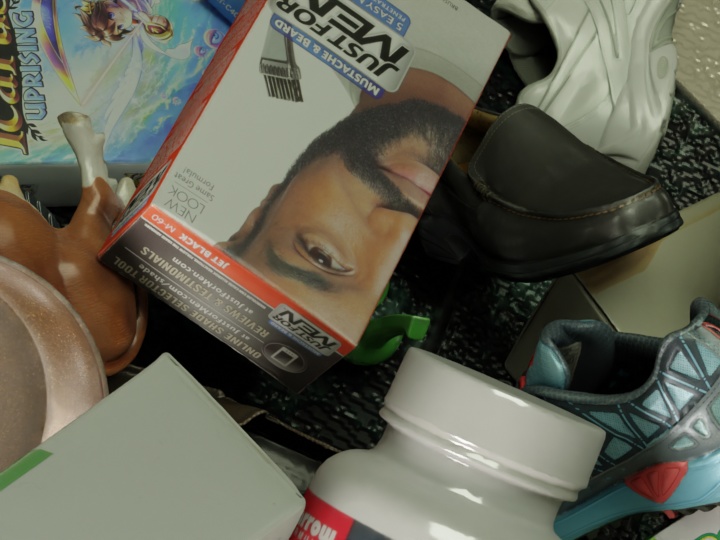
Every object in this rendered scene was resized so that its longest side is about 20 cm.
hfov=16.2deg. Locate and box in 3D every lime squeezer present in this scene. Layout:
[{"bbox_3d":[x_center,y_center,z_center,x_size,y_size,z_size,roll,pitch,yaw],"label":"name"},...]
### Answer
[{"bbox_3d":[0.000,0.000,1.203,0.038,0.071,0.200,-4,31,-6],"label":"lime squeezer"}]

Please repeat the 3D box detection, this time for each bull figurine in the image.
[{"bbox_3d":[-0.178,-0.021,1.085,0.200,0.065,0.122,22,65,-32],"label":"bull figurine"}]

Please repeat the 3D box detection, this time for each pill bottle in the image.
[{"bbox_3d":[0.020,0.140,1.042,0.119,0.120,0.200,23,90,-3],"label":"pill bottle"}]

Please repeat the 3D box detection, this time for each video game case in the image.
[{"bbox_3d":[-0.142,-0.126,1.240,0.181,0.045,0.200,-2,62,-18],"label":"video game case"}]

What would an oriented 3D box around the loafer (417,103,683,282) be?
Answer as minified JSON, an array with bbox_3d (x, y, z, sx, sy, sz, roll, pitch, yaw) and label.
[{"bbox_3d":[0.076,-0.040,1.167,0.073,0.200,0.072,-21,104,-25],"label":"loafer"}]

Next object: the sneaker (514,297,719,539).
[{"bbox_3d":[0.099,0.063,1.121,0.096,0.200,0.079,58,38,-14],"label":"sneaker"}]

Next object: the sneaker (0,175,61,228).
[{"bbox_3d":[-0.230,-0.019,1.141,0.200,0.082,0.070,17,66,-35],"label":"sneaker"}]

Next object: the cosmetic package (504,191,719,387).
[{"bbox_3d":[0.178,0.012,1.228,0.200,0.105,0.071,-24,68,-29],"label":"cosmetic package"}]

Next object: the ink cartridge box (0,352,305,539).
[{"bbox_3d":[-0.118,0.144,0.999,0.145,0.200,0.088,-36,73,-30],"label":"ink cartridge box"}]

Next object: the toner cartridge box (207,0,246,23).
[{"bbox_3d":[0.010,-0.171,1.287,0.095,0.043,0.200,42,47,-4],"label":"toner cartridge box"}]

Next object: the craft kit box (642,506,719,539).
[{"bbox_3d":[0.211,0.177,1.099,0.200,0.049,0.198,-35,80,5],"label":"craft kit box"}]

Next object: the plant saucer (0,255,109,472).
[{"bbox_3d":[-0.200,0.074,1.039,0.200,0.201,0.032,-16,33,-25],"label":"plant saucer"}]

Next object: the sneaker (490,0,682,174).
[{"bbox_3d":[0.120,-0.142,1.316,0.099,0.078,0.200,15,56,-4],"label":"sneaker"}]

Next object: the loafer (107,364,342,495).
[{"bbox_3d":[-0.070,0.078,1.128,0.200,0.071,0.073,18,57,-6],"label":"loafer"}]

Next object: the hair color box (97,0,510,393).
[{"bbox_3d":[-0.021,-0.058,1.134,0.111,0.064,0.200,34,55,-12],"label":"hair color box"}]
